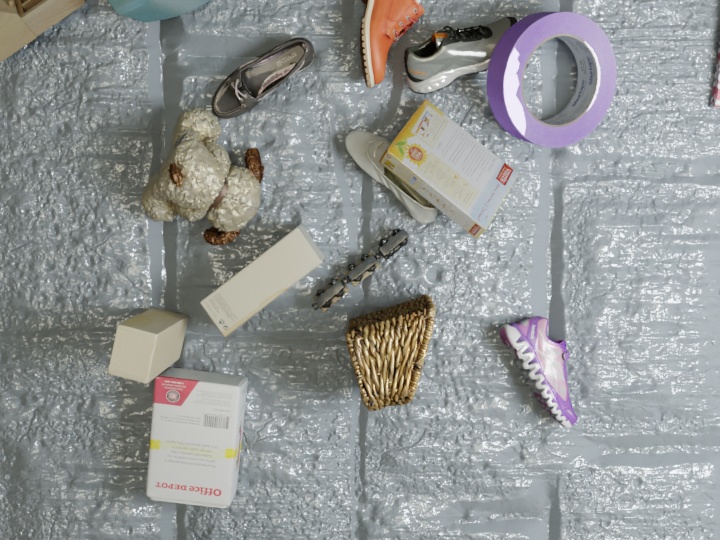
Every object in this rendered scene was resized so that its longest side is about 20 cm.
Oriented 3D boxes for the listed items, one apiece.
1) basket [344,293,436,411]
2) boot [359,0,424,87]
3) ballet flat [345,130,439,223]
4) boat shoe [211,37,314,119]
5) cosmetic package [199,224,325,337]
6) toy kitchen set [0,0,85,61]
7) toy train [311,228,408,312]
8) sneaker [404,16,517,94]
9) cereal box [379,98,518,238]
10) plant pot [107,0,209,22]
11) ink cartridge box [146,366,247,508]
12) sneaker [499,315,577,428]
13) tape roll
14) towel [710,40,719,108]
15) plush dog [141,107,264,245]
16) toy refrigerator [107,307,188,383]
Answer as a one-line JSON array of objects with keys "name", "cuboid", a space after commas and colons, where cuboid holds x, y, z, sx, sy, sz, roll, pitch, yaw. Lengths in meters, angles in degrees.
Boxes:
[{"name": "basket", "cuboid": [0.064, 0.133, 1.278, 0.146, 0.200, 0.146, -17, 93, 2]}, {"name": "boot", "cuboid": [0.050, -0.394, 1.306, 0.105, 0.075, 0.205, 5, 93, -4]}, {"name": "ballet flat", "cuboid": [0.060, -0.162, 1.321, 0.069, 0.069, 0.200, -44, 93, 4]}, {"name": "boat shoe", "cuboid": [-0.163, -0.317, 1.321, 0.198, 0.057, 0.068, -32, 93, 3]}, {"name": "cosmetic package", "cuboid": [-0.156, 0.014, 1.323, 0.198, 0.104, 0.074, -36, 94, 5]}, {"name": "toy kitchen set", "cuboid": [-0.576, -0.485, 1.273, 0.178, 0.201, 0.165, -32, 52, 3]}, {"name": "toy train", "cuboid": [0.000, 0.000, 1.348, 0.199, 0.046, 0.034, -39, 81, 1]}, {"name": "sneaker", "cuboid": [0.160, -0.354, 1.291, 0.197, 0.075, 0.080, -25, 132, 2]}, {"name": "cereal box", "cuboid": [0.144, -0.164, 1.298, 0.199, 0.040, 0.145, 39, 55, -2]}, {"name": "plant pot", "cuboid": [-0.316, -0.497, 1.252, 0.198, 0.196, 0.198, -35, 93, 14]}, {"name": "ink cartridge box", "cuboid": [-0.271, 0.276, 1.354, 0.142, 0.083, 0.205, 7, 94, 1]}, {"name": "sneaker", "cuboid": [0.313, 0.161, 1.341, 0.087, 0.080, 0.203, -30, 92, -4]}, {"name": "tape roll", "cuboid": [0.300, -0.299, 1.277, 0.196, 0.066, 0.205, -4, 107, -15]}, {"name": "towel", "cuboid": [0.652, -0.358, 1.319, 0.143, 0.030, 0.205, 6, 97, 1]}, {"name": "plush dog", "cuboid": [-0.237, -0.136, 1.306, 0.170, 0.160, 0.203, 25, 97, -27]}, {"name": "toy refrigerator", "cuboid": [-0.334, 0.113, 1.285, 0.068, 0.200, 0.078, 14, 95, 0]}]
